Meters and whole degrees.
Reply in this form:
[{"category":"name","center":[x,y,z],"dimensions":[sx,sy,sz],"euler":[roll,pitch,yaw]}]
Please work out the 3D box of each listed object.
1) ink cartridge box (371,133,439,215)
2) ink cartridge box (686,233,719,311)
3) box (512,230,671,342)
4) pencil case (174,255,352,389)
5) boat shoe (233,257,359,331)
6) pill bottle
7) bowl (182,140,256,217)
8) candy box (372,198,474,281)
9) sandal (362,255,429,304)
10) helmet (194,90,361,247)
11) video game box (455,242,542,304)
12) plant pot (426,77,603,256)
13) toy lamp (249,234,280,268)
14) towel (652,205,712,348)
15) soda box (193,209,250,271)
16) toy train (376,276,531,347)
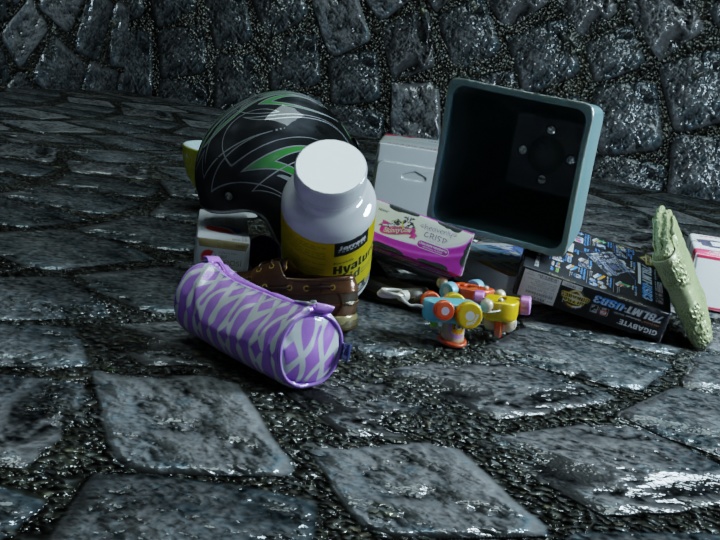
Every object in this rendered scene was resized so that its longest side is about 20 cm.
[{"category":"ink cartridge box","center":[0.097,-0.162,2.103],"dimensions":[0.144,0.146,0.200],"euler":[9,12,4]},{"category":"ink cartridge box","center":[0.569,0.008,1.766],"dimensions":[0.144,0.085,0.200],"euler":[11,12,11]},{"category":"box","center":[0.311,0.007,1.544],"dimensions":[0.197,0.050,0.200],"euler":[20,25,4]},{"category":"pencil case","center":[-0.103,0.049,1.130],"dimensions":[0.084,0.086,0.199],"euler":[-1,14,-44]},{"category":"boat shoe","center":[-0.094,0.017,1.324],"dimensions":[0.199,0.068,0.072],"euler":[11,12,16]},{"category":"pill bottle","center":[-0.038,-0.055,1.343],"dimensions":[0.110,0.201,0.112],"euler":[1,54,-2]},{"category":"bowl","center":[-0.203,-0.148,1.932],"dimensions":[0.198,0.109,0.200],"euler":[7,12,-1]},{"category":"candy box","center":[0.066,-0.037,1.530],"dimensions":[0.135,0.061,0.200],"euler":[19,-4,-3]},{"category":"sandal","center":[0.000,0.000,1.498],"dimensions":[0.199,0.055,0.082],"euler":[15,14,30]},{"category":"helmet","center":[-0.110,-0.133,1.483],"dimensions":[0.190,0.200,0.200],"euler":[39,-2,-26]},{"category":"video game box","center":[0.225,0.003,1.660],"dimensions":[0.181,0.047,0.200],"euler":[-1,16,-29]},{"category":"plant pot","center":[0.227,-0.149,1.561],"dimensions":[0.194,0.198,0.200],"euler":[15,16,22]},{"category":"toy lamp","center":[-0.085,-0.036,1.608],"dimensions":[0.058,0.059,0.200],"euler":[13,12,24]},{"category":"towel","center":[0.419,0.008,1.516],"dimensions":[0.036,0.149,0.200],"euler":[-21,15,19]},{"category":"soda box","center":[-0.180,-0.029,1.498],"dimensions":[0.068,0.064,0.200],"euler":[6,13,-8]},{"category":"toy train","center":[0.114,0.049,1.362],"dimensions":[0.149,0.056,0.199],"euler":[11,10,37]}]
